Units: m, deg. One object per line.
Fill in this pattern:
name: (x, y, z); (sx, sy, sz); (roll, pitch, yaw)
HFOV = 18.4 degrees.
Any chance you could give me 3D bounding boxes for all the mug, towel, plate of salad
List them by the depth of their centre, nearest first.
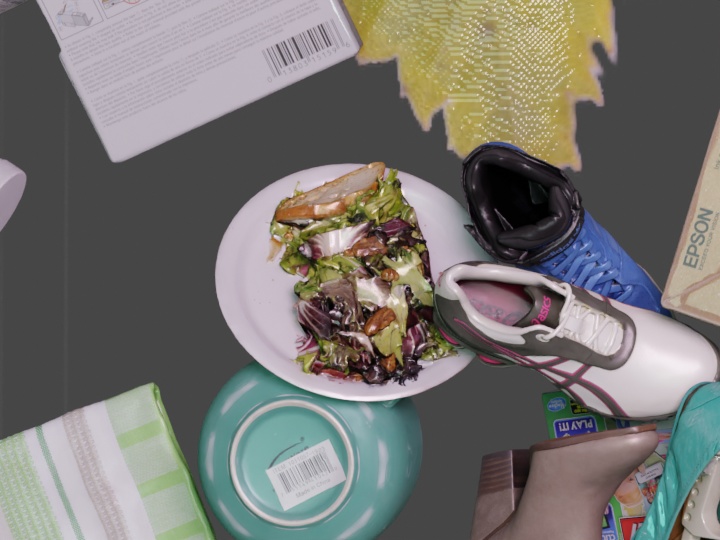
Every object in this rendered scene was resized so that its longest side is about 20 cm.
plate of salad: (0.000, 0.000, 1.540); (0.200, 0.048, 0.200); (3, 55, -5)
mug: (-0.033, 0.114, 1.561); (0.152, 0.114, 0.185); (16, 94, 9)
towel: (-0.216, 0.184, 1.636); (0.200, 0.031, 0.149); (-23, 88, 9)

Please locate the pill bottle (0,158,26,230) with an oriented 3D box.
pill bottle: (-0.342, -0.095, 1.609); (0.200, 0.111, 0.111); (33, 96, 7)

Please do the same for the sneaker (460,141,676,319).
sneaker: (0.141, -0.008, 1.532); (0.077, 0.111, 0.200); (-39, 85, 8)

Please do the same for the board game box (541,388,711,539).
board game box: (0.220, 0.136, 1.513); (0.200, 0.029, 0.135); (-12, 88, 42)

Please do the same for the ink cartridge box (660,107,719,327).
ink cartridge box: (0.267, -0.061, 1.483); (0.075, 0.165, 0.200); (18, 93, 11)

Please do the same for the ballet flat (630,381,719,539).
ballet flat: (0.218, 0.171, 1.448); (0.067, 0.070, 0.200); (-1, 116, -32)

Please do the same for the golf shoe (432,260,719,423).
golf shoe: (0.140, 0.046, 1.458); (0.200, 0.088, 0.077); (16, 79, 10)

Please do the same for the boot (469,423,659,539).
boot: (0.142, 0.188, 1.514); (0.070, 0.200, 0.146); (0, 78, -30)

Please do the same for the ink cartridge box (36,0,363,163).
ink cartridge box: (-0.124, -0.194, 1.585); (0.200, 0.044, 0.174); (-23, 101, 9)

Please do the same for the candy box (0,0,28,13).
candy box: (-0.211, -0.286, 1.608); (0.200, 0.061, 0.137); (-23, 88, 8)
